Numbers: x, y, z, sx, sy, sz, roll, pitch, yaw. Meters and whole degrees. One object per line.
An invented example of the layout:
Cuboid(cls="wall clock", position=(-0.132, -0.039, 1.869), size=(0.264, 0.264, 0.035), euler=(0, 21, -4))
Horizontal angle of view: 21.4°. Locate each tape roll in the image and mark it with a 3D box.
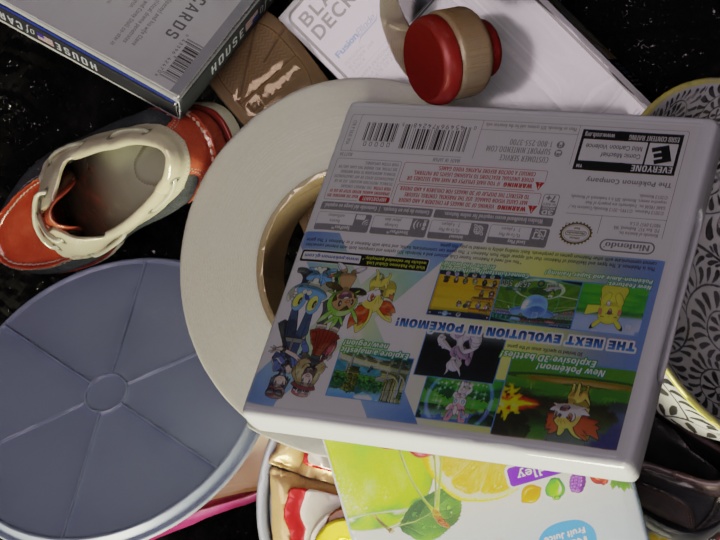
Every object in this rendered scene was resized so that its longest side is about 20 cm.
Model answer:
Cuboid(cls="tape roll", position=(0.000, 0.000, 1.015), size=(0.201, 0.037, 0.205), euler=(-2, 85, 17))

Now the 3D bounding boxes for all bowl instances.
Cuboid(cls="bowl", position=(0.183, 0.010, 1.001), size=(0.094, 0.200, 0.202), euler=(-30, 87, 54))

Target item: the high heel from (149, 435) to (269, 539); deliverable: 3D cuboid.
Cuboid(cls="high heel", position=(-0.083, 0.109, 1.102), size=(0.198, 0.096, 0.068), euler=(-19, 90, 16))

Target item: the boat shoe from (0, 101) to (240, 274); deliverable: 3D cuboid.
Cuboid(cls="boat shoe", position=(-0.153, -0.042, 1.097), size=(0.199, 0.062, 0.072), euler=(-22, 96, 38))

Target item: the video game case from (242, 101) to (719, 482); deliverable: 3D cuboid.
Cuboid(cls="video game case", position=(0.058, 0.003, 0.913), size=(0.198, 0.022, 0.184), euler=(5, 62, 27))

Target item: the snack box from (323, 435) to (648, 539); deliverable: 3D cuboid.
Cuboid(cls="snack box", position=(0.074, 0.147, 0.956), size=(0.141, 0.053, 0.202), euler=(-15, 102, 4))

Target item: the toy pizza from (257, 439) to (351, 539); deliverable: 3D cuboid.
Cuboid(cls="toy pizza", position=(0.041, 0.134, 1.074), size=(0.198, 0.032, 0.202), euler=(0, 93, -1))

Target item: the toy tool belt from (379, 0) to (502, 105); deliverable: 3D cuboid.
Cuboid(cls="toy tool belt", position=(0.085, -0.188, 0.960), size=(0.125, 0.122, 0.202), euler=(35, 131, 52))

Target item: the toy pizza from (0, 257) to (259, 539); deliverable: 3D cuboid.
Cuboid(cls="toy pizza", position=(-0.142, 0.079, 1.100), size=(0.198, 0.032, 0.202), euler=(-9, 51, 12))

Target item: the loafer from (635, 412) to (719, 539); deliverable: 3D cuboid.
Cuboid(cls="loafer", position=(0.117, 0.069, 1.021), size=(0.199, 0.063, 0.072), euler=(32, 64, 10))

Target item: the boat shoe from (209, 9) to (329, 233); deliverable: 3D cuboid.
Cuboid(cls="boat shoe", position=(-0.017, -0.061, 1.083), size=(0.072, 0.065, 0.201), euler=(-39, 83, 5))

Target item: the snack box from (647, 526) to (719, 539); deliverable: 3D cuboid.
Cuboid(cls="snack box", position=(0.127, 0.235, 1.050), size=(0.141, 0.053, 0.202), euler=(2, 97, -16))

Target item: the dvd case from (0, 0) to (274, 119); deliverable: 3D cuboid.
Cuboid(cls="dvd case", position=(-0.141, -0.188, 1.076), size=(0.199, 0.025, 0.151), euler=(30, 66, 14))

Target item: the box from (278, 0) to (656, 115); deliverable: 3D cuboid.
Cuboid(cls="box", position=(0.065, -0.111, 1.058), size=(0.117, 0.060, 0.200), euler=(-45, 83, 14))
